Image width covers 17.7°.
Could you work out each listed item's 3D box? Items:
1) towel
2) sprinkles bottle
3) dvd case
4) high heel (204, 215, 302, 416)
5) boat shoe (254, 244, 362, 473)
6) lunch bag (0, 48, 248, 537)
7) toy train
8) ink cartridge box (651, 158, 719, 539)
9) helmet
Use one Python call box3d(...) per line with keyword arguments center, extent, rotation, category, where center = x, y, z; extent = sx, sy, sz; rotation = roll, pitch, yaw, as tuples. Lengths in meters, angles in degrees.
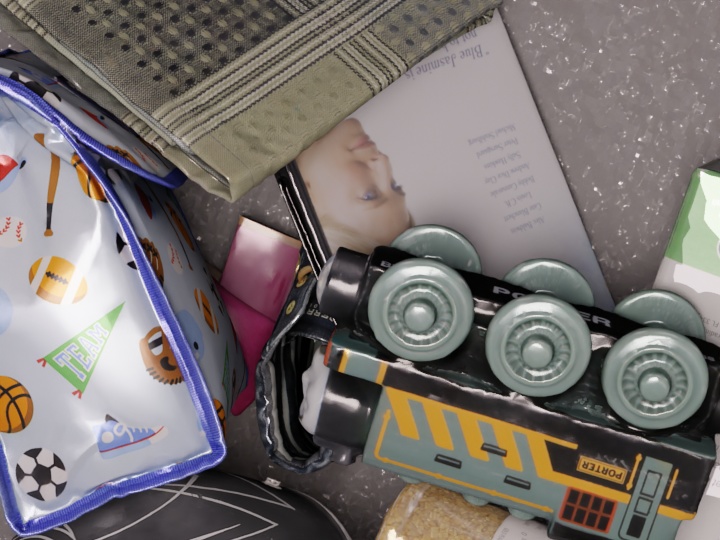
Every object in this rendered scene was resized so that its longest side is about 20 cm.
box3d(center=(-0.063, -0.132, 1.075), extent=(0.193, 0.200, 0.035), rotation=(41, 144, 17), category="towel")
box3d(center=(0.103, 0.158, 1.045), extent=(0.200, 0.068, 0.068), rotation=(22, 102, 17), category="sprinkles bottle")
box3d(center=(0.038, -0.024, 1.102), extent=(0.143, 0.018, 0.200), rotation=(-23, 92, -29), category="dvd case")
box3d(center=(-0.129, -0.003, 1.166), extent=(0.200, 0.067, 0.096), rotation=(21, 91, 7), category="high heel")
box3d(center=(0.000, 0.000, 1.122), extent=(0.071, 0.091, 0.200), rotation=(10, 100, 17), category="boat shoe")
box3d(center=(-0.130, -0.006, 1.053), extent=(0.124, 0.170, 0.200), rotation=(-22, 96, 3), category="lunch bag")
box3d(center=(0.071, 0.055, 1.023), extent=(0.200, 0.085, 0.114), rotation=(16, 107, 1), category="toy train")
box3d(center=(0.196, 0.065, 1.085), extent=(0.145, 0.088, 0.200), rotation=(20, 100, 12), category="ink cartridge box")
box3d(center=(-0.087, 0.184, 1.076), extent=(0.200, 0.191, 0.200), rotation=(-5, 60, 8), category="helmet")
